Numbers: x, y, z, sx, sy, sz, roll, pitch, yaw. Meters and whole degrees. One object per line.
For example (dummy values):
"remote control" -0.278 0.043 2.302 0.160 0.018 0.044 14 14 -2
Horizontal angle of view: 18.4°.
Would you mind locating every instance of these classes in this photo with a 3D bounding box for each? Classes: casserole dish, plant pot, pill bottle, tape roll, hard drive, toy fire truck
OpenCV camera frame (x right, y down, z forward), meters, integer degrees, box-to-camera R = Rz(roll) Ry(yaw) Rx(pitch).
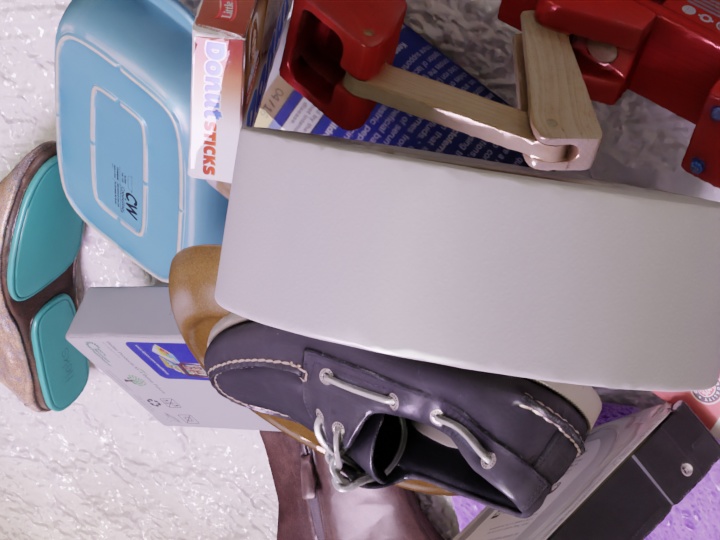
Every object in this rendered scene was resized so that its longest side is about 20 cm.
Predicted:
"casserole dish" -0.112 -0.065 1.141 0.121 0.039 0.200 38 149 20
"plant pot" -0.010 0.055 1.065 0.199 0.028 0.200 26 161 10
"pill bottle" 0.035 -0.030 1.023 0.200 0.116 0.116 38 139 7
"tape roll" 0.045 -0.007 0.864 0.202 0.202 0.071 11 96 31
"hard drive" 0.063 0.143 1.015 0.038 0.200 0.140 48 158 -4
"toy fire truck" 0.083 -0.083 0.921 0.199 0.141 0.049 30 137 15

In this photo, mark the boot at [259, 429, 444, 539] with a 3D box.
"boot" -0.026 0.160 1.284 0.199 0.072 0.167 -7 106 43

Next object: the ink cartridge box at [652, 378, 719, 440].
"ink cartridge box" 0.238 0.056 0.972 0.200 0.067 0.117 36 138 10

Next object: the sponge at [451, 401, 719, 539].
"sponge" 0.134 0.118 1.134 0.199 0.030 0.112 9 127 35

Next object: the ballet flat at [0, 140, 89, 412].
"ballet flat" -0.197 0.000 1.271 0.067 0.068 0.201 30 136 26

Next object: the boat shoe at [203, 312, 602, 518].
"boat shoe" 0.004 0.061 0.938 0.199 0.063 0.073 7 152 37

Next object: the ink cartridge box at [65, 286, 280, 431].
"ink cartridge box" -0.055 0.049 1.195 0.199 0.039 0.099 2 147 38

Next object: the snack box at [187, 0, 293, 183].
"snack box" -0.043 -0.125 0.946 0.024 0.200 0.072 9 130 3
